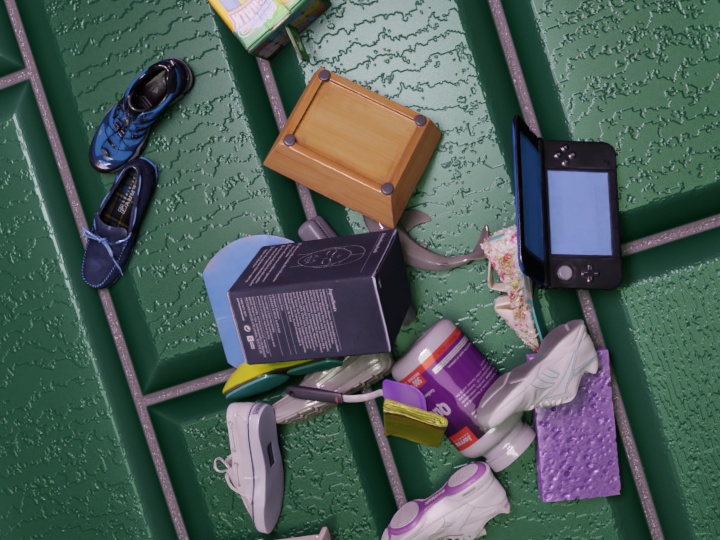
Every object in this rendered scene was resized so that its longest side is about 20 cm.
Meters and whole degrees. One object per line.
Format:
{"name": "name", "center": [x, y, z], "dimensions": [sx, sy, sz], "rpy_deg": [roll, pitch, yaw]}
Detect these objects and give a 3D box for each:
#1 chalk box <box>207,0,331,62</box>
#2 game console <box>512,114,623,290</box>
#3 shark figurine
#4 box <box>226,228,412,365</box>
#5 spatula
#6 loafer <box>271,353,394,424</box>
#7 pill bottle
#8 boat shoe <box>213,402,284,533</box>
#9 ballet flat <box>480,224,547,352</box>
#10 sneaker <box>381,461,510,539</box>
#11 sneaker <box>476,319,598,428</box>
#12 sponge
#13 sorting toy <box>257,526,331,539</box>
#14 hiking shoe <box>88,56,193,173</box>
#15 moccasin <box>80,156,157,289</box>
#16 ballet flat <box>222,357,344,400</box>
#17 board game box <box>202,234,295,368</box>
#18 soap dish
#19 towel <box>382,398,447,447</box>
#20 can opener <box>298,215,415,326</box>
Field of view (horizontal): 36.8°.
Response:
{"name": "chalk box", "center": [-0.125, -0.368, 1.446], "dimensions": [0.123, 0.124, 0.201], "rpy_deg": [-40, 90, 10]}
{"name": "game console", "center": [0.264, -0.084, 1.376], "dimensions": [0.168, 0.118, 0.203], "rpy_deg": [1, 79, -7]}
{"name": "shark figurine", "center": [0.073, -0.035, 1.466], "dimensions": [0.213, 0.089, 0.129], "rpy_deg": [27, 100, 7]}
{"name": "box", "center": [-0.048, 0.033, 1.395], "dimensions": [0.197, 0.149, 0.108], "rpy_deg": [-7, 113, 18]}
{"name": "spatula", "center": [-0.008, 0.168, 1.453], "dimensions": [0.197, 0.021, 0.057], "rpy_deg": [2, 128, 13]}
{"name": "loafer", "center": [-0.045, 0.152, 1.513], "dimensions": [0.199, 0.070, 0.070], "rpy_deg": [-30, 71, 12]}
{"name": "pill bottle", "center": [0.142, 0.171, 1.459], "dimensions": [0.112, 0.112, 0.200], "rpy_deg": [-43, 88, 10]}
{"name": "boat shoe", "center": [-0.163, 0.276, 1.524], "dimensions": [0.085, 0.075, 0.204], "rpy_deg": [6, 118, 22]}
{"name": "ballet flat", "center": [0.204, 0.025, 1.435], "dimensions": [0.063, 0.076, 0.202], "rpy_deg": [-6, 124, 17]}
{"name": "sneaker", "center": [0.118, 0.352, 1.498], "dimensions": [0.199, 0.075, 0.100], "rpy_deg": [-35, 107, 17]}
{"name": "sneaker", "center": [0.236, 0.149, 1.398], "dimensions": [0.199, 0.070, 0.081], "rpy_deg": [-36, 101, -20]}
{"name": "sponge", "center": [0.290, 0.210, 1.472], "dimensions": [0.110, 0.030, 0.203], "rpy_deg": [-6, 94, -4]}
{"name": "sorting toy", "center": [-0.126, 0.475, 1.539], "dimensions": [0.197, 0.107, 0.182], "rpy_deg": [-10, 120, 9]}
{"name": "hiking shoe", "center": [-0.319, -0.220, 1.505], "dimensions": [0.074, 0.087, 0.201], "rpy_deg": [40, 99, 3]}
{"name": "moccasin", "center": [-0.355, -0.069, 1.533], "dimensions": [0.080, 0.068, 0.202], "rpy_deg": [21, 99, 6]}
{"name": "ballet flat", "center": [-0.107, 0.121, 1.485], "dimensions": [0.198, 0.067, 0.068], "rpy_deg": [-21, 70, 26]}
{"name": "board game box", "center": [-0.128, 0.046, 1.527], "dimensions": [0.156, 0.039, 0.203], "rpy_deg": [-14, 100, 8]}
{"name": "soap dish", "center": [-0.009, -0.169, 1.440], "dimensions": [0.198, 0.081, 0.159], "rpy_deg": [26, 70, 6]}
{"name": "towel", "center": [0.070, 0.208, 1.434], "dimensions": [0.085, 0.200, 0.018], "rpy_deg": [18, 74, 7]}
{"name": "can opener", "center": [0.000, 0.000, 1.492], "dimensions": [0.067, 0.053, 0.201], "rpy_deg": [-40, 88, 25]}
